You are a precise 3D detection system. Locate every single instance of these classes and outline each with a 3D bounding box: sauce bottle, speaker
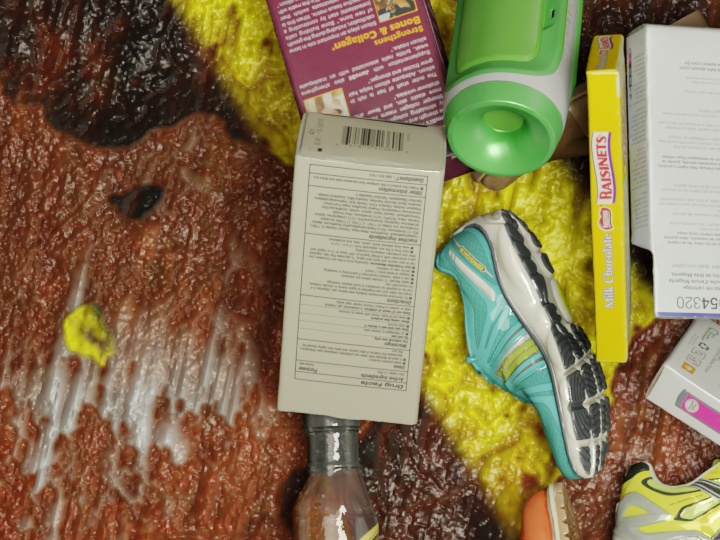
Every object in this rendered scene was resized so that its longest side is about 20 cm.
[{"bbox_3d":[-0.017,0.199,1.464,0.065,0.066,0.202,-2,85,8],"label":"sauce bottle"},{"bbox_3d":[0.106,-0.163,1.435,0.087,0.089,0.201,3,51,8],"label":"speaker"}]

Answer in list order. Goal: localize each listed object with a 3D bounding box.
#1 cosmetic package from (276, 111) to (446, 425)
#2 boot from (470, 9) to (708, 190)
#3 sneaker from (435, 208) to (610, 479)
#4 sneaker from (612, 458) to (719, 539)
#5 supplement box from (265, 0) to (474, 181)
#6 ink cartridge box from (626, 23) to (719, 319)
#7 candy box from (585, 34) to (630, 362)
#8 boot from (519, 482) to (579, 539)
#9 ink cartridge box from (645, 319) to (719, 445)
[{"bbox_3d":[0.000,0.000,1.427,0.104,0.071,0.202,7,119,0],"label":"cosmetic package"},{"bbox_3d":[0.173,-0.101,1.473,0.199,0.074,0.076,-31,90,1],"label":"boot"},{"bbox_3d":[0.117,0.057,1.469,0.079,0.077,0.202,-29,75,23],"label":"sneaker"},{"bbox_3d":[0.271,0.165,1.423,0.198,0.075,0.077,-2,84,6],"label":"sneaker"},{"bbox_3d":[0.004,-0.155,1.490,0.109,0.086,0.202,-17,81,7],"label":"supplement box"},{"bbox_3d":[0.279,-0.063,1.430,0.194,0.043,0.202,2,83,-16],"label":"ink cartridge box"},{"bbox_3d":[0.169,-0.050,1.409,0.026,0.102,0.202,0,109,11],"label":"candy box"},{"bbox_3d":[0.102,0.245,1.441,0.106,0.075,0.202,4,85,13],"label":"boot"},{"bbox_3d":[0.296,0.109,1.415,0.199,0.095,0.037,31,120,11],"label":"ink cartridge box"}]
